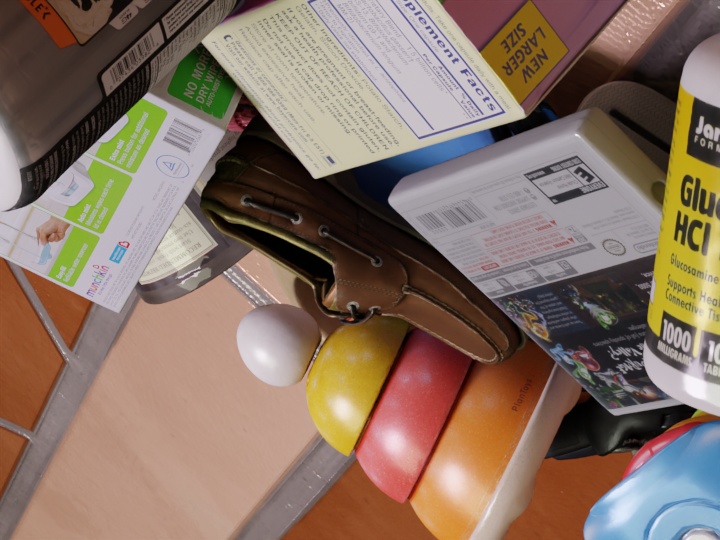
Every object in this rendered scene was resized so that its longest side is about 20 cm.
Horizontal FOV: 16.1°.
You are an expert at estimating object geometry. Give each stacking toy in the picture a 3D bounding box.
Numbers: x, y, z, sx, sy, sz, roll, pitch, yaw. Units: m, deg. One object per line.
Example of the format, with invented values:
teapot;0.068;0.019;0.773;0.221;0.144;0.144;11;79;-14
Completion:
stacking toy;0.208;0.101;1.351;0.110;0.200;0.116;46;123;-2
stacking toy;0.020;0.072;1.515;0.199;0.147;0.146;27;154;2

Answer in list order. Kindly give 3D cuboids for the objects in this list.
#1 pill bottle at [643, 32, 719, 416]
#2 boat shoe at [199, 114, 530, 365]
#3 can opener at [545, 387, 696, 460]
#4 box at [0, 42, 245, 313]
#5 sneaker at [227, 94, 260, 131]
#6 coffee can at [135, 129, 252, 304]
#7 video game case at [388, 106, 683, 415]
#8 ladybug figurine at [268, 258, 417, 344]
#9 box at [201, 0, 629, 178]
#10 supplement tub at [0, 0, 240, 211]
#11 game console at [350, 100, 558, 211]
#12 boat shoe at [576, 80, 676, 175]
pill bottle;0.193;-0.040;1.143;0.112;0.112;0.201;21;113;40
boat shoe;0.000;0.000;1.418;0.200;0.068;0.072;35;156;1
can opener;0.149;0.093;1.577;0.063;0.079;0.200;7;163;-14
box;-0.163;-0.091;1.323;0.176;0.097;0.200;26;145;-6
sneaker;-0.056;-0.124;1.453;0.080;0.075;0.200;-5;171;25
coffee can;-0.138;-0.102;1.579;0.200;0.146;0.146;52;154;-16
video game case;0.126;0.001;1.304;0.182;0.023;0.200;43;156;-15
ladybug figurine;0.026;0.025;1.619;0.200;0.072;0.136;49;154;-10
box;0.047;-0.148;1.196;0.097;0.176;0.200;50;155;-15
supplement tub;-0.132;-0.132;1.163;0.122;0.200;0.123;32;152;20
game console;0.071;-0.014;1.403;0.171;0.118;0.200;58;178;43
boat shoe;0.193;-0.026;1.315;0.200;0.072;0.062;42;170;26
